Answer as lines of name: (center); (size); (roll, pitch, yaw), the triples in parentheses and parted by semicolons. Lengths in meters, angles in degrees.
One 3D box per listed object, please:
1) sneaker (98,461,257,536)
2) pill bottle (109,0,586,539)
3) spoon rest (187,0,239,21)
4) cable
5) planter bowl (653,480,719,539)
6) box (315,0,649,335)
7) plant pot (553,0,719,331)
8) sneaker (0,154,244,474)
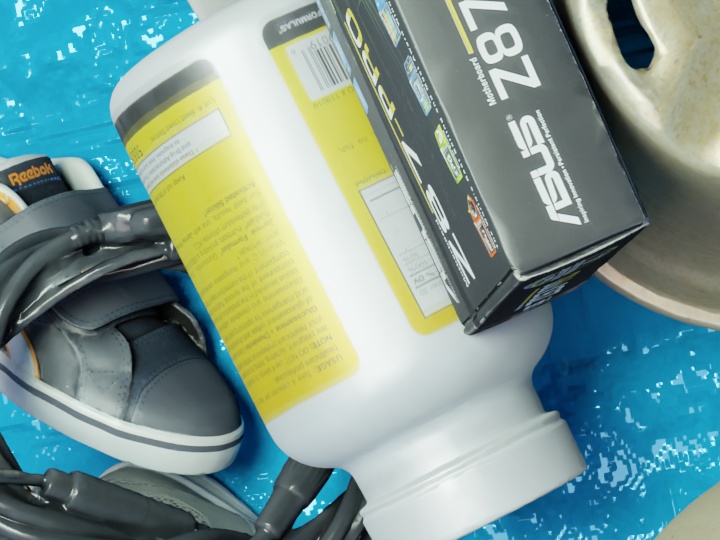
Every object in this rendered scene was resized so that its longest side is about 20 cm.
sneaker: (-0.038, 0.141, 1.049); (0.200, 0.082, 0.075); (23, 105, 21)
pill bottle: (0.000, 0.000, 0.958); (0.112, 0.112, 0.200); (-29, 86, 25)
spoon rest: (-0.043, -0.127, 1.033); (0.200, 0.061, 0.099); (39, 111, 17)
cable: (-0.073, 0.052, 1.015); (0.200, 0.051, 0.163); (-16, 82, -17)
planter bowl: (0.149, 0.167, 0.894); (0.200, 0.135, 0.200); (25, 127, 39)
box: (0.020, -0.085, 0.836); (0.049, 0.161, 0.200); (-24, 85, -4)
plant pot: (0.135, -0.084, 0.852); (0.200, 0.183, 0.200); (0, 85, 6)
sneaker: (-0.124, 0.004, 1.077); (0.200, 0.078, 0.079); (32, 114, 20)
